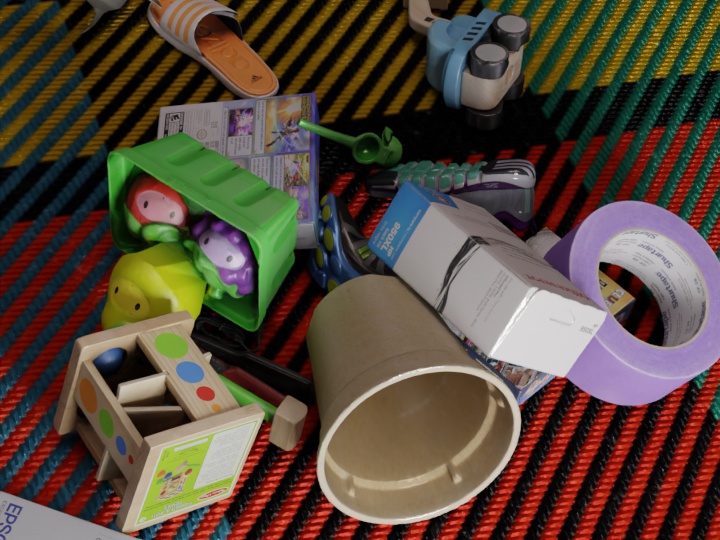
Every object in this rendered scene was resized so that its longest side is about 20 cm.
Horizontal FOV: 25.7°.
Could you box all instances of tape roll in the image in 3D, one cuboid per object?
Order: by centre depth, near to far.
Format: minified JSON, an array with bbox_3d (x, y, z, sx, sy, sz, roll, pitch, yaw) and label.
[{"bbox_3d":[0.286,0.034,1.659,0.198,0.085,0.202,10,63,-20],"label":"tape roll"}]

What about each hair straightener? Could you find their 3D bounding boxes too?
[{"bbox_3d":[-0.129,0.083,1.611,0.199,0.041,0.077,26,49,17],"label":"hair straightener"}]

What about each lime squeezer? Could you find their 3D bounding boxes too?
[{"bbox_3d":[0.008,-0.147,1.770,0.071,0.038,0.199,54,25,18],"label":"lime squeezer"}]

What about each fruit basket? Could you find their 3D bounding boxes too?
[{"bbox_3d":[-0.184,-0.015,1.568,0.213,0.156,0.217,3,45,-3],"label":"fruit basket"}]

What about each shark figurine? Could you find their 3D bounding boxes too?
[{"bbox_3d":[-0.325,-0.325,1.871,0.128,0.090,0.214,41,15,14],"label":"shark figurine"}]

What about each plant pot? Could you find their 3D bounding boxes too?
[{"bbox_3d":[0.032,0.109,1.531,0.199,0.202,0.184,-5,39,-16],"label":"plant pot"}]

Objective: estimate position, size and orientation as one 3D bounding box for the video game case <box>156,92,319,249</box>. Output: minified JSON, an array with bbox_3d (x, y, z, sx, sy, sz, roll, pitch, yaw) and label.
[{"bbox_3d":[-0.135,-0.104,1.732,0.179,0.046,0.201,-5,50,5],"label":"video game case"}]

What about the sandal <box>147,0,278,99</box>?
[{"bbox_3d":[-0.170,-0.285,1.897,0.206,0.059,0.079,40,53,22],"label":"sandal"}]

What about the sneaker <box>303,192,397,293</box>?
[{"bbox_3d":[0.000,0.000,1.693,0.082,0.071,0.200,3,43,-38],"label":"sneaker"}]

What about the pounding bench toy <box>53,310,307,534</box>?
[{"bbox_3d":[-0.167,0.126,1.498,0.199,0.125,0.156,-14,52,-37],"label":"pounding bench toy"}]

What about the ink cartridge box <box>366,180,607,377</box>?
[{"bbox_3d":[0.125,0.008,1.563,0.144,0.085,0.200,16,21,-49],"label":"ink cartridge box"}]

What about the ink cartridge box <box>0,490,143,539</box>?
[{"bbox_3d":[-0.266,0.309,1.380,0.198,0.043,0.197,17,48,5],"label":"ink cartridge box"}]

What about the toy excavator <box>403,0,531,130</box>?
[{"bbox_3d":[0.114,-0.286,1.942,0.199,0.100,0.195,21,47,18],"label":"toy excavator"}]

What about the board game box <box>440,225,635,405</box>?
[{"bbox_3d":[0.183,0.047,1.701,0.199,0.035,0.135,-33,63,-33],"label":"board game box"}]

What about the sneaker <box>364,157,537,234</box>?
[{"bbox_3d":[0.100,-0.074,1.767,0.198,0.088,0.074,0,20,22],"label":"sneaker"}]
